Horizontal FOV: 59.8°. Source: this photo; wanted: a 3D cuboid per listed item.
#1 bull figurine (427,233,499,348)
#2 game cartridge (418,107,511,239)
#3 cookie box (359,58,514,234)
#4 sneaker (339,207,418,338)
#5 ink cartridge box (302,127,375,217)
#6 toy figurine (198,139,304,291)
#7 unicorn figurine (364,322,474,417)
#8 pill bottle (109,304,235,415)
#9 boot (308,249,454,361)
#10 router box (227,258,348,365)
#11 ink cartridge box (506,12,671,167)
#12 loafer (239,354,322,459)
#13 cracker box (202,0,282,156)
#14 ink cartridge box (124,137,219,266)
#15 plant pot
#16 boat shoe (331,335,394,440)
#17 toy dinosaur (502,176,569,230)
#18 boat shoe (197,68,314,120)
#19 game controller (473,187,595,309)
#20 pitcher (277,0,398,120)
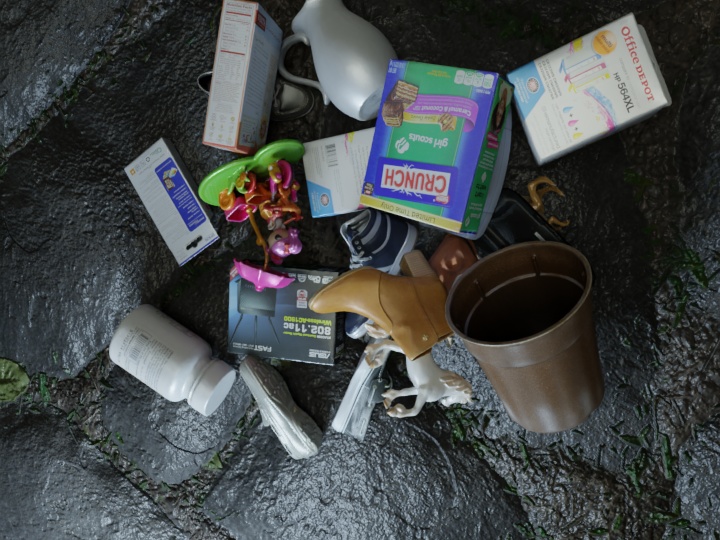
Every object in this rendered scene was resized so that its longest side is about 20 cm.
[{"bbox_3d":[0.121,0.039,0.975,0.121,0.065,0.202,37,109,1],"label":"bull figurine"},{"bbox_3d":[0.155,-0.154,0.926,0.132,0.040,0.205,23,104,52],"label":"game cartridge"},{"bbox_3d":[0.101,-0.169,0.857,0.168,0.075,0.205,19,102,32],"label":"cookie box"},{"bbox_3d":[0.000,0.000,0.976,0.107,0.070,0.203,25,97,-29],"label":"sneaker"},{"bbox_3d":[0.015,-0.157,0.980,0.195,0.068,0.118,-9,93,16],"label":"ink cartridge box"},{"bbox_3d":[-0.138,-0.068,0.959,0.198,0.149,0.188,-28,73,31],"label":"toy figurine"},{"bbox_3d":[0.090,0.158,0.944,0.135,0.074,0.204,-23,105,-3],"label":"unicorn figurine"},{"bbox_3d":[-0.318,0.156,1.074,0.197,0.114,0.116,31,102,10],"label":"pill bottle"},{"bbox_3d":[0.038,0.065,0.895,0.197,0.071,0.146,-21,69,-11],"label":"boot"},{"bbox_3d":[-0.122,0.066,1.041,0.195,0.062,0.154,4,98,14],"label":"router box"},{"bbox_3d":[0.316,-0.247,0.864,0.196,0.125,0.131,-23,89,16],"label":"ink cartridge box"},{"bbox_3d":[-0.144,0.234,1.054,0.069,0.070,0.202,-33,95,22],"label":"loafer"},{"bbox_3d":[-0.173,-0.278,0.934,0.056,0.134,0.205,11,95,7],"label":"cracker box"},{"bbox_3d":[-0.323,-0.119,1.090,0.094,0.037,0.203,-32,85,14],"label":"ink cartridge box"},{"bbox_3d":[0.241,0.100,0.868,0.196,0.202,0.201,-20,121,15],"label":"plant pot"},{"bbox_3d":[0.020,0.185,1.020,0.070,0.072,0.203,24,112,3],"label":"boat shoe"},{"bbox_3d":[0.244,-0.093,0.932,0.200,0.060,0.107,44,105,7],"label":"toy dinosaur"},{"bbox_3d":[-0.175,-0.288,1.023,0.195,0.057,0.069,13,99,13],"label":"boat shoe"},{"bbox_3d":[0.250,-0.028,0.927,0.200,0.042,0.104,45,125,1],"label":"game controller"},{"bbox_3d":[-0.038,-0.317,0.963,0.171,0.120,0.202,-41,74,28],"label":"pitcher"}]
